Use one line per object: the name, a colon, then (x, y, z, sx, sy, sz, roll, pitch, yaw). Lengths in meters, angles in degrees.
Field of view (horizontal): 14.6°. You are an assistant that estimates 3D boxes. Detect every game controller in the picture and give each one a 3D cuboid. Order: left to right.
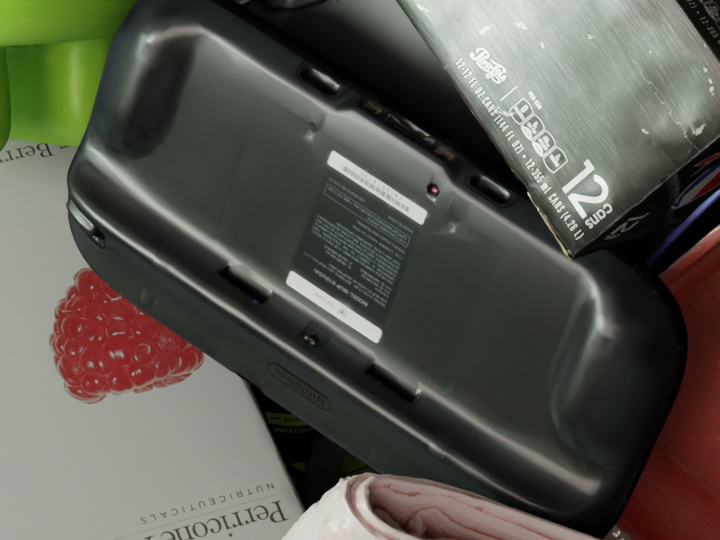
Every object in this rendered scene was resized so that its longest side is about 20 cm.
game controller: (0.000, 0.000, 0.814, 0.200, 0.042, 0.104, 33, 118, 18)

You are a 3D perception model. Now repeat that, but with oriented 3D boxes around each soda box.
soda box: (0.038, -0.106, 0.755, 0.071, 0.063, 0.200, -40, 77, 30)

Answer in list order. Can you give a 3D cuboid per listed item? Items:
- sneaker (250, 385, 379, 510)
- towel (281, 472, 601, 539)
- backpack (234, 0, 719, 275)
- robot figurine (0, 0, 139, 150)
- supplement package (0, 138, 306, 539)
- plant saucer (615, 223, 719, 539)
sneaker: (-0.019, 0.053, 0.950, 0.071, 0.083, 0.200, 3, 96, 24)
towel: (0.036, 0.140, 0.850, 0.200, 0.191, 0.032, -50, 26, 47)
backpack: (0.081, -0.100, 0.845, 0.183, 0.134, 0.200, 50, 118, 13)
robot figurine: (-0.118, -0.136, 0.858, 0.116, 0.175, 0.201, 9, 104, 50)
supplement package: (-0.109, 0.050, 0.926, 0.120, 0.121, 0.200, 104, 146, -54)
plant saucer: (0.180, 0.041, 0.816, 0.200, 0.037, 0.200, 42, 117, -12)
